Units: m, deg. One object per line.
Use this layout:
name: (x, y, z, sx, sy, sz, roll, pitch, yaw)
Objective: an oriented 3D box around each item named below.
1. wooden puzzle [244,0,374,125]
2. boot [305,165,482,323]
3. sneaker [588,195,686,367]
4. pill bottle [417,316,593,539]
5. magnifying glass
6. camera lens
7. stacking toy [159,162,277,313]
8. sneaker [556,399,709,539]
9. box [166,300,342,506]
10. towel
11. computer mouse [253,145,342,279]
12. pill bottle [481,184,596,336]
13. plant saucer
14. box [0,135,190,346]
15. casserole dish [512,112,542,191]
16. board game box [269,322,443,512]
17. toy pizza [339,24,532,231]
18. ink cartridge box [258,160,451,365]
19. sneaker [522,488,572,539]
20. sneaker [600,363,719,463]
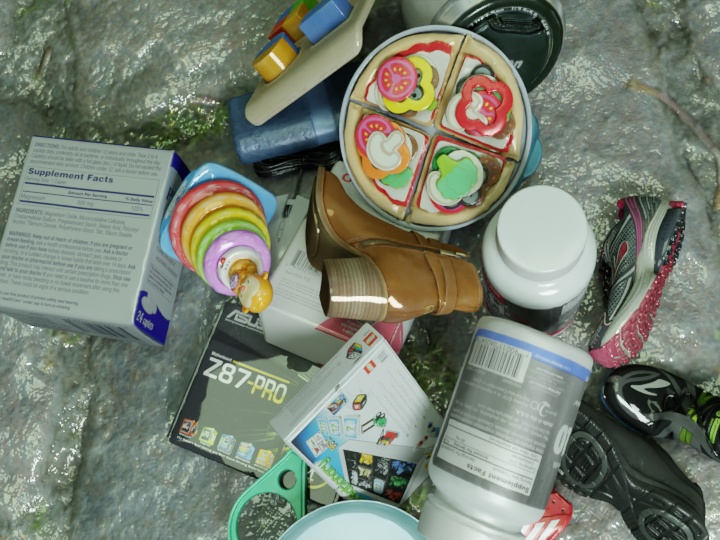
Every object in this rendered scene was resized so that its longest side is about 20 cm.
wooden puzzle: (-0.053, -0.278, 0.946, 0.183, 0.046, 0.203, -26, 36, 38)
boot: (0.027, -0.025, 0.821, 0.151, 0.075, 0.203, 0, 46, -15)
sneaker: (0.280, 0.011, 0.879, 0.073, 0.081, 0.202, 15, 61, 29)
pill bottle: (0.127, 0.155, 0.757, 0.112, 0.114, 0.204, 19, 85, 13)
magnifying glass: (-0.070, 0.202, 0.843, 0.078, 0.022, 0.203, 22, 77, 12)
camera lens: (0.126, -0.293, 0.929, 0.156, 0.161, 0.203, -17, 53, 2)
stacking toy: (-0.128, -0.014, 0.846, 0.117, 0.108, 0.200, -56, 33, 13)
sneaker: (0.252, 0.187, 0.818, 0.200, 0.091, 0.076, 44, 125, 5)
box: (-0.086, 0.143, 0.899, 0.196, 0.049, 0.164, 19, 74, 12)
towel: (-0.055, -0.183, 0.982, 0.195, 0.049, 0.113, -15, 43, 1)
computer mouse: (-0.083, -0.053, 0.964, 0.107, 0.044, 0.205, 4, 73, 8)
pill bottle: (0.174, -0.006, 0.830, 0.108, 0.200, 0.113, -3, 71, 8)
plant saucer: (-0.006, 0.319, 0.810, 0.195, 0.027, 0.206, 0, 92, -6)
box: (-0.298, -0.034, 0.955, 0.179, 0.105, 0.205, 7, 74, 11)
casserole dish: (0.116, -0.165, 0.975, 0.196, 0.039, 0.123, 20, 76, 14)
board game box: (0.011, 0.156, 0.807, 0.126, 0.201, 0.035, -43, 44, -9)
toy pizza: (0.072, -0.140, 0.838, 0.195, 0.032, 0.206, 2, 99, 11)
ink cartridge box: (0.000, 0.000, 0.890, 0.144, 0.083, 0.202, 20, 59, 13)
sneaker: (0.158, 0.193, 0.846, 0.113, 0.078, 0.205, 10, 85, 2)
sneaker: (0.334, 0.144, 0.822, 0.196, 0.083, 0.072, 25, 77, 15)
